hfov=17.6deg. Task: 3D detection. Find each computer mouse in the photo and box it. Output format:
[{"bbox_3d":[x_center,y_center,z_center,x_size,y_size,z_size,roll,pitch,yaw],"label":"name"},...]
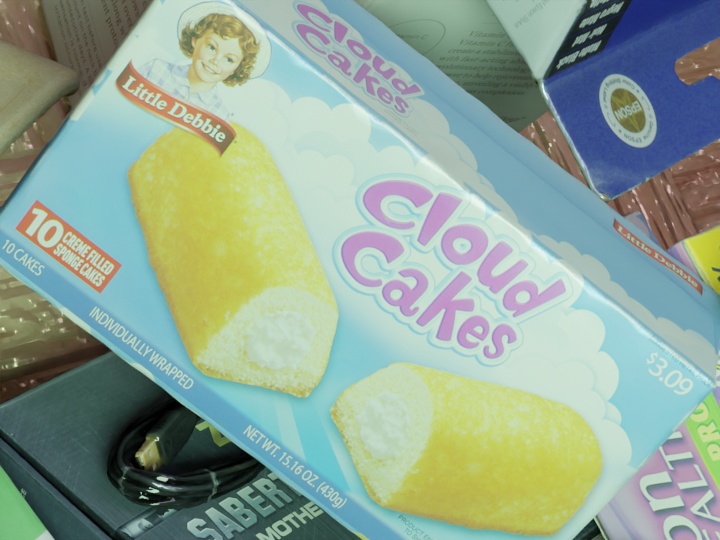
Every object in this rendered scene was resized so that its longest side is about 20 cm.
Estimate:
[{"bbox_3d":[-0.037,0.019,0.800,0.058,0.034,0.200,23,32,3],"label":"computer mouse"}]

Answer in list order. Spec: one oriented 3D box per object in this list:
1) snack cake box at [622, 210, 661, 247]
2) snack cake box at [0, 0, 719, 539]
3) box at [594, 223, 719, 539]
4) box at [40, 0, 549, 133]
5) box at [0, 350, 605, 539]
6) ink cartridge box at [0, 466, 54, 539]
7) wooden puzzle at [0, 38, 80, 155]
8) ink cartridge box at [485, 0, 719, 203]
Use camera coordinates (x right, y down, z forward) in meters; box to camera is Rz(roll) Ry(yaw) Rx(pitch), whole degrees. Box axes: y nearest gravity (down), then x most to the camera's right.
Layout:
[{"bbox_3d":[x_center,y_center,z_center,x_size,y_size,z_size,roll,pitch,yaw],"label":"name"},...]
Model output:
[{"bbox_3d":[0.102,0.095,0.899,0.067,0.115,0.201,-24,82,-44],"label":"snack cake box"},{"bbox_3d":[0.000,0.000,0.717,0.200,0.115,0.067,37,25,-6],"label":"snack cake box"},{"bbox_3d":[0.182,0.060,0.835,0.199,0.097,0.177,-20,79,-43],"label":"box"},{"bbox_3d":[0.000,-0.105,0.872,0.151,0.200,0.107,-2,66,-41],"label":"box"},{"bbox_3d":[-0.019,0.081,0.801,0.157,0.051,0.199,38,34,21],"label":"box"},{"bbox_3d":[-0.124,0.169,0.693,0.201,0.084,0.146,53,46,-2],"label":"ink cartridge box"},{"bbox_3d":[-0.212,-0.056,0.719,0.184,0.047,0.200,23,41,17],"label":"wooden puzzle"},{"bbox_3d":[0.094,-0.144,0.802,0.199,0.041,0.201,-29,86,-46],"label":"ink cartridge box"}]
